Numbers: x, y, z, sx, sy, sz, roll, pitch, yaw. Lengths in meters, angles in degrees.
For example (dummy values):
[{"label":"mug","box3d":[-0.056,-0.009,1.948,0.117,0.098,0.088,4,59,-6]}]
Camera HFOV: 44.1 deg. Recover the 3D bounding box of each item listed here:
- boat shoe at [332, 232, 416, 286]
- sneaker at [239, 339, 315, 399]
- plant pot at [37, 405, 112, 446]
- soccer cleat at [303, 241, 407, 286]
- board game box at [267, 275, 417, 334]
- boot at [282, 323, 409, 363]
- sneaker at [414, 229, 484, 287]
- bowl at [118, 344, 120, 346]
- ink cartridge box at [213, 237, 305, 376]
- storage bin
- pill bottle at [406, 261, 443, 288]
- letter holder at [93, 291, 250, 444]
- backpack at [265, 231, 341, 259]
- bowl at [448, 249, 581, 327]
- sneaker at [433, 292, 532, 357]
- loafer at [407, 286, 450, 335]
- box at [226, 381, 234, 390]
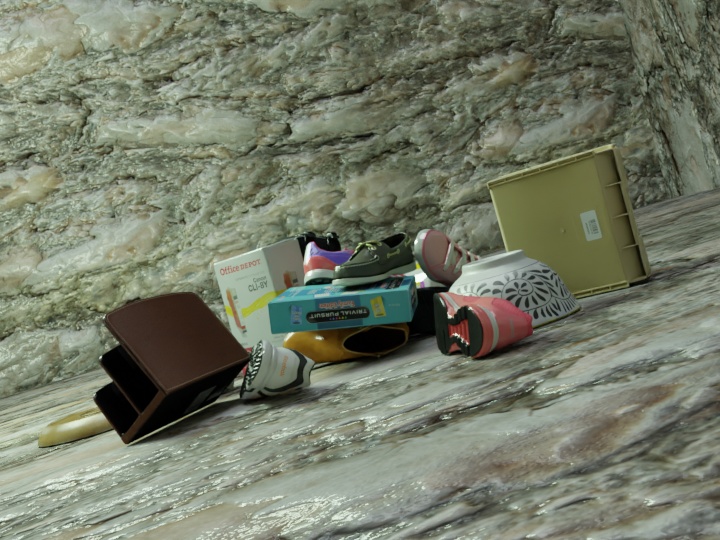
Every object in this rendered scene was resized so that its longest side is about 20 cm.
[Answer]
[{"label":"boat shoe","box3d":[0.019,-0.016,1.324,0.071,0.061,0.201,-3,7,32]},{"label":"sneaker","box3d":[-0.111,0.139,1.162,0.079,0.075,0.200,14,-11,-11]},{"label":"plant pot","box3d":[-0.410,0.230,1.397,0.197,0.028,0.200,-15,1,0]},{"label":"soccer cleat","box3d":[0.000,0.000,1.421,0.197,0.074,0.068,7,-25,-29]},{"label":"board game box","box3d":[-0.020,0.049,1.283,0.196,0.048,0.151,-5,6,8]},{"label":"boot","box3d":[-0.027,0.101,1.302,0.198,0.072,0.144,-11,1,4]},{"label":"sneaker","box3d":[0.173,-0.002,1.368,0.104,0.076,0.200,-8,-39,41]},{"label":"bowl","box3d":[-0.334,0.159,1.583,0.197,0.040,0.201,-7,-24,-3]},{"label":"ink cartridge box","box3d":[-0.152,0.063,1.485,0.144,0.203,0.083,-14,1,44]},{"label":"storage bin","box3d":[0.311,-0.065,1.318,0.196,0.203,0.093,-15,3,28]},{"label":"pill bottle","box3d":[0.082,0.044,1.624,0.198,0.106,0.104,-14,2,40]},{"label":"letter holder","box3d":[-0.267,0.119,1.188,0.101,0.142,0.199,-47,-12,23]},{"label":"backpack","box3d":[-0.102,0.047,1.615,0.149,0.203,0.177,-19,-10,30]},{"label":"bowl","box3d":[0.192,0.028,1.210,0.197,0.096,0.201,-15,2,0]},{"label":"sneaker","box3d":[0.146,0.066,1.080,0.085,0.075,0.200,-6,6,-13]},{"label":"loafer","box3d":[0.090,0.066,1.395,0.197,0.074,0.072,-14,-3,28]},{"label":"box","box3d":[-0.292,0.156,1.417,0.198,0.070,0.082,-10,-27,35]}]
